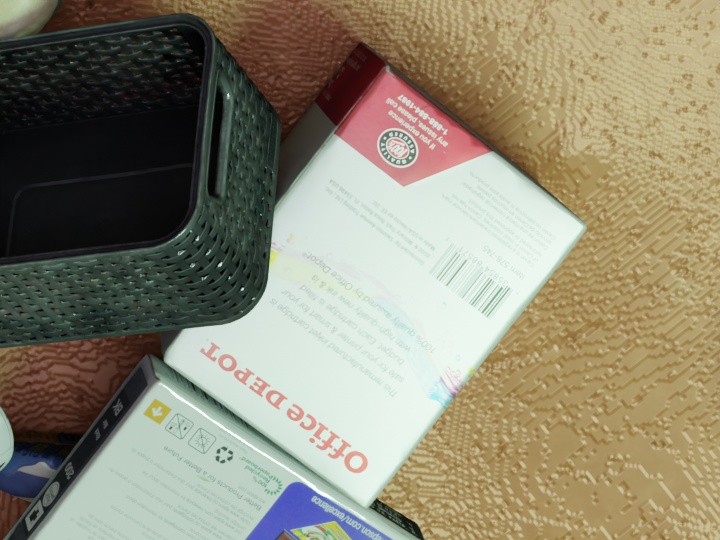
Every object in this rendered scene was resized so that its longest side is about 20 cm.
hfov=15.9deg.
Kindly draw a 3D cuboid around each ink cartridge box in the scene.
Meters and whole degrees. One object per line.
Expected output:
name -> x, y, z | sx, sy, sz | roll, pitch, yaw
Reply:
ink cartridge box -> -0.097, 0.177, 1.445 | 0.198, 0.043, 0.200 | 34, 101, -22
ink cartridge box -> 0.000, 0.000, 1.433 | 0.145, 0.145, 0.200 | 38, 94, -12

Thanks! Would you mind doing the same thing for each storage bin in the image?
storage bin -> -0.152, -0.044, 1.349 | 0.199, 0.094, 0.136 | -6, 62, 19

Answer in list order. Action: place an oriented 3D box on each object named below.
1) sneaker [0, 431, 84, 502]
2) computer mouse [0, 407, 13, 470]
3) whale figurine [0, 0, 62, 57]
sneaker -> -0.124, 0.154, 1.487 | 0.199, 0.075, 0.088 | 18, 101, -8
computer mouse -> -0.281, 0.113, 1.434 | 0.200, 0.044, 0.110 | -24, 105, 29
whale figurine -> -0.249, -0.186, 1.402 | 0.199, 0.104, 0.160 | 8, 120, 15
